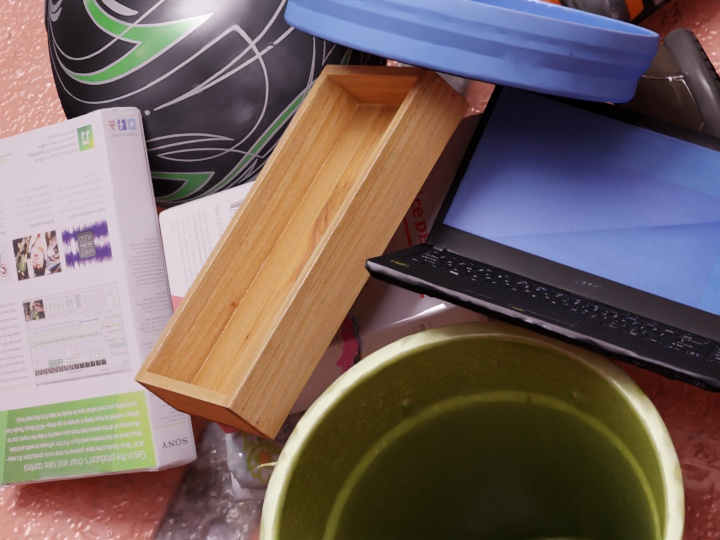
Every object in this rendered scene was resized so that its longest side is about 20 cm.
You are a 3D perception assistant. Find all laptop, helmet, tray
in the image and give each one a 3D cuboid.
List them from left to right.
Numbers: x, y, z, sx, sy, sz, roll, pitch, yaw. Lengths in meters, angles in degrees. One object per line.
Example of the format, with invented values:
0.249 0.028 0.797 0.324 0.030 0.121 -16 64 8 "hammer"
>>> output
-0.081 -0.129 1.251 0.200 0.200 0.191 -39 50 -5 "helmet"
-0.030 -0.013 1.087 0.099 0.037 0.200 9 64 56 "tray"
0.119 -0.026 1.042 0.177 0.200 0.104 18 98 13 "laptop"

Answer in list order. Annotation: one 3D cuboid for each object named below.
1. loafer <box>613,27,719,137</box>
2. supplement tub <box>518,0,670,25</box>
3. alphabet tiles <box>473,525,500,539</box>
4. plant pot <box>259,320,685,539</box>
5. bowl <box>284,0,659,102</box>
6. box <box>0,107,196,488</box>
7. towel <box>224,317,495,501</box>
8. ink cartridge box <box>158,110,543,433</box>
0.193 -0.042 1.189 0.071 0.073 0.200 -27 52 14 "loafer"
0.163 -0.219 1.256 0.200 0.123 0.123 -36 58 -2 "supplement tub"
0.029 0.075 1.205 0.200 0.015 0.196 -30 55 1 "alphabet tiles"
0.074 0.154 1.044 0.199 0.190 0.201 -8 61 14 "plant pot"
0.054 -0.127 1.109 0.200 0.200 0.040 18 102 26 "bowl"
-0.167 0.018 1.206 0.144 0.036 0.201 -10 88 42 "box"
0.010 0.033 1.202 0.199 0.048 0.172 -15 60 12 "towel"
0.000 0.000 1.155 0.199 0.068 0.117 -17 60 10 "ink cartridge box"
